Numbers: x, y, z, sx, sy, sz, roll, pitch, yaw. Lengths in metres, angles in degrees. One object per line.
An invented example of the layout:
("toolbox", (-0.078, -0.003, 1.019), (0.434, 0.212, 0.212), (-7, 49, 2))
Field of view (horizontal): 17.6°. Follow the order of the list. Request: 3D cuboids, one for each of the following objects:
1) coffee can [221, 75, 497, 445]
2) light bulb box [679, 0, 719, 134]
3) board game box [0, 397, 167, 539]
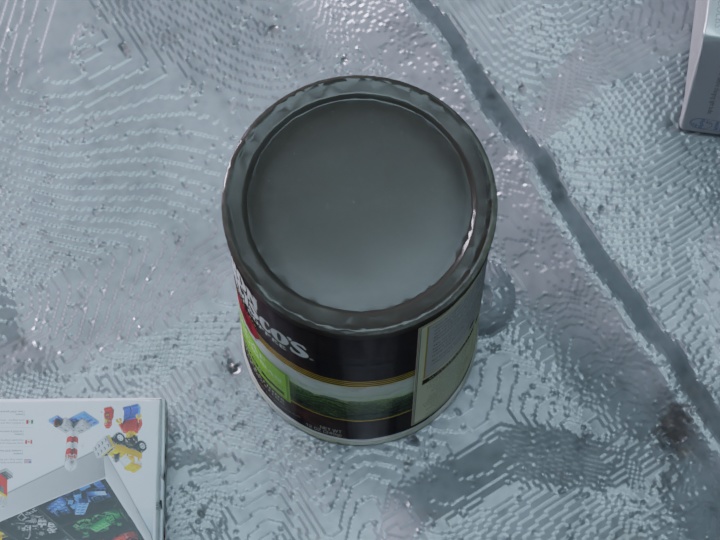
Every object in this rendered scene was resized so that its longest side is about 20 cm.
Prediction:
("coffee can", (0.000, 0.000, 1.304), (0.145, 0.200, 0.148), (0, 69, 0))
("light bulb box", (0.309, -0.184, 1.415), (0.198, 0.125, 0.200), (8, 69, 4))
("board game box", (-0.211, 0.138, 1.340), (0.198, 0.035, 0.127), (0, 69, 0))
